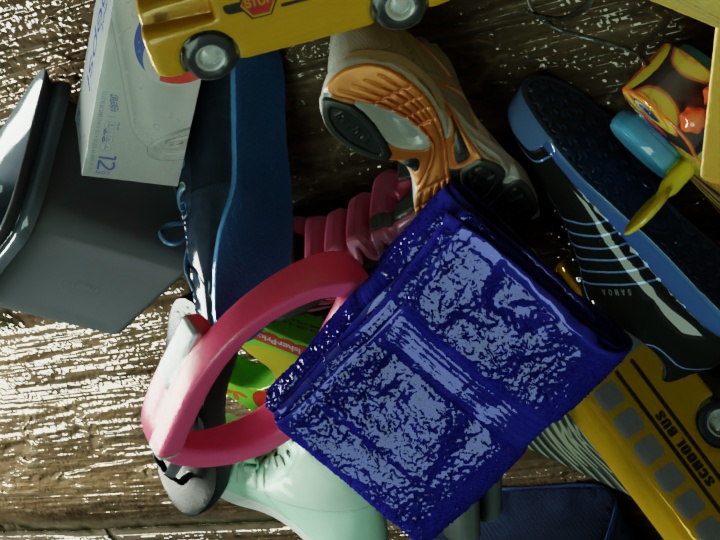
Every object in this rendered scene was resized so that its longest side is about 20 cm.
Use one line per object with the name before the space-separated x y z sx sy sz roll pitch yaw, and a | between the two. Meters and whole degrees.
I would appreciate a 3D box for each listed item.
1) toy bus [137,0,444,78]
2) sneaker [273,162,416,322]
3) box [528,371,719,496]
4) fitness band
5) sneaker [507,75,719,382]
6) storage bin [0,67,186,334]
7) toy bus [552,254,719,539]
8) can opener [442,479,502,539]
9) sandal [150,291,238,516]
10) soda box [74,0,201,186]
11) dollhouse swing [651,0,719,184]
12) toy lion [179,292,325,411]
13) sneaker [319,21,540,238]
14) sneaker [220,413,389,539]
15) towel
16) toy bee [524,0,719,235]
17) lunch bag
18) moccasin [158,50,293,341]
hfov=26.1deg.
toy bus | -0.025 -0.170 0.834 0.198 0.065 0.079 -14 132 2
sneaker | 0.000 0.000 1.051 0.199 0.080 0.095 -23 133 32
box | 0.175 0.096 1.054 0.198 0.069 0.083 24 140 7
fitness band | -0.063 0.063 0.996 0.038 0.143 0.201 57 138 27
sneaker | 0.147 -0.021 0.923 0.200 0.070 0.078 51 133 9
storage bin | -0.196 -0.040 1.084 0.133 0.147 0.200 20 152 -22
toy bus | 0.178 0.083 0.975 0.201 0.078 0.065 53 173 11
can opener | 0.079 0.118 1.032 0.066 0.053 0.201 34 147 27
sandal | -0.130 0.099 1.119 0.076 0.043 0.202 37 136 32
soda box | -0.124 -0.153 0.926 0.063 0.069 0.201 5 124 -18
dollhouse swing | 0.134 -0.170 0.720 0.180 0.201 0.177 23 139 7
toy lion | -0.040 0.087 1.179 0.198 0.069 0.192 21 145 9
sneaker | 0.047 -0.089 0.928 0.075 0.093 0.200 -21 139 23
sneaker | -0.056 0.124 1.144 0.199 0.074 0.119 26 131 33
towel | 0.046 0.064 0.932 0.147 0.050 0.200 41 118 -1
toy bee | 0.175 -0.077 0.841 0.198 0.109 0.132 19 103 -21
lunch bag | 0.124 0.258 1.190 0.198 0.136 0.133 -6 127 34
moccasin | -0.086 -0.055 1.010 0.068 0.080 0.202 6 91 39
